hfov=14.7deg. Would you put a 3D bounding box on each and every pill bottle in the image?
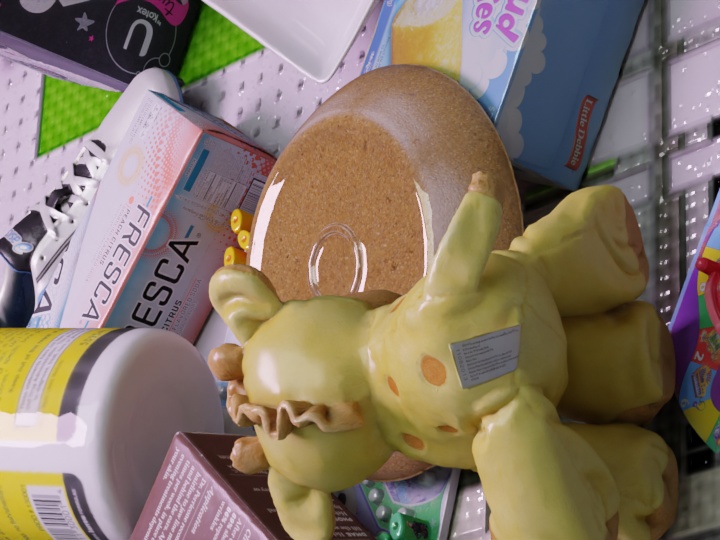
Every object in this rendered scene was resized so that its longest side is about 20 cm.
[{"bbox_3d":[-0.180,0.086,1.433,0.199,0.114,0.115,0,72,31],"label":"pill bottle"}]

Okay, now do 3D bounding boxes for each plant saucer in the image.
[{"bbox_3d":[0.000,0.000,1.329,0.200,0.035,0.202,-7,82,51],"label":"plant saucer"}]

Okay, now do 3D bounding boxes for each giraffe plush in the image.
[{"bbox_3d":[0.025,0.051,1.197,0.161,0.200,0.174,-10,75,32],"label":"giraffe plush"}]

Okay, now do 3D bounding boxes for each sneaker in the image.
[{"bbox_3d":[-0.159,-0.026,1.577,0.072,0.072,0.201,37,101,51],"label":"sneaker"}]

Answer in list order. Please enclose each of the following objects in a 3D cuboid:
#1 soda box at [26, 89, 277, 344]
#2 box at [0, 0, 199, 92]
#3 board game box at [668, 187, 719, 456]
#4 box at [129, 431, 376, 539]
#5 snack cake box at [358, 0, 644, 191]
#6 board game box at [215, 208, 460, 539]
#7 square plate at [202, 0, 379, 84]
[{"bbox_3d":[-0.123,0.007,1.525,0.068,0.063,0.201,36,101,51],"label":"soda box"},{"bbox_3d":[-0.205,-0.185,1.601,0.132,0.199,0.115,14,83,51],"label":"box"},{"bbox_3d":[0.190,-0.012,1.184,0.158,0.039,0.201,19,87,52],"label":"board game box"},{"bbox_3d":[-0.029,0.170,1.303,0.200,0.075,0.101,45,118,43],"label":"box"},{"bbox_3d":[0.080,-0.149,1.357,0.115,0.067,0.201,15,85,52],"label":"snack cake box"},{"bbox_3d":[-0.019,0.061,1.407,0.199,0.026,0.201,-2,71,49],"label":"board game box"},{"bbox_3d":[-0.024,-0.222,1.483,0.198,0.028,0.201,36,98,36],"label":"square plate"}]
